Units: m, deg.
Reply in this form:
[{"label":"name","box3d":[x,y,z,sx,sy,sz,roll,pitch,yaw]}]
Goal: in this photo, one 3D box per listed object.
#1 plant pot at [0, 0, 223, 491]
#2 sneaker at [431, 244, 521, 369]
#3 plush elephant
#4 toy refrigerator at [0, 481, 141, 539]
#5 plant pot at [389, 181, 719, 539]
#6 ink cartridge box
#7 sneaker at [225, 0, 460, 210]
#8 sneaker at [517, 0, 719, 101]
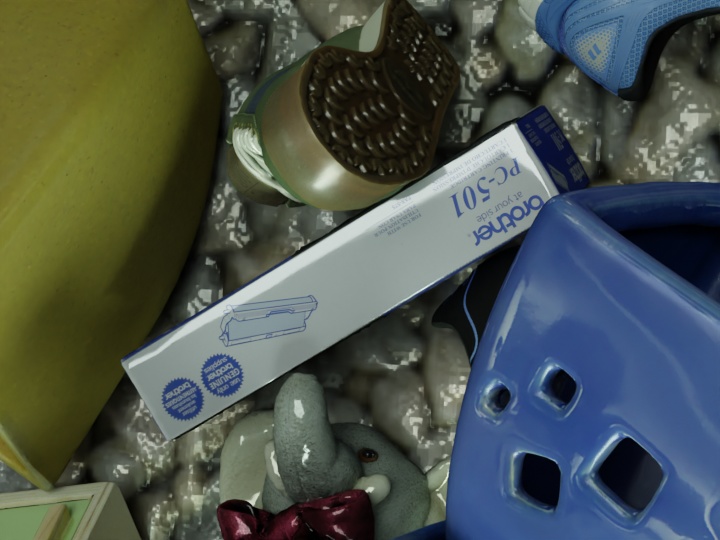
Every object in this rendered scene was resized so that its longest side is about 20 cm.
[{"label":"plant pot","box3d":[-0.171,-0.059,1.017,0.194,0.196,0.200,32,72,21]},{"label":"sneaker","box3d":[0.099,0.084,0.973,0.078,0.070,0.200,-30,75,29]},{"label":"plush elephant","box3d":[-0.019,0.119,0.969,0.165,0.200,0.155,1,62,19]},{"label":"toy refrigerator","box3d":[-0.158,0.177,0.982,0.076,0.200,0.070,-8,120,20]},{"label":"plant pot","box3d":[0.135,0.094,0.814,0.200,0.200,0.180,38,108,21]},{"label":"ink cartridge box","box3d":[0.000,0.000,0.993,0.200,0.094,0.044,-31,91,15]},{"label":"sneaker","box3d":[-0.019,-0.053,0.964,0.090,0.200,0.067,-36,98,22]},{"label":"sneaker","box3d":[0.165,-0.149,0.969,0.200,0.079,0.089,-43,80,20]}]
